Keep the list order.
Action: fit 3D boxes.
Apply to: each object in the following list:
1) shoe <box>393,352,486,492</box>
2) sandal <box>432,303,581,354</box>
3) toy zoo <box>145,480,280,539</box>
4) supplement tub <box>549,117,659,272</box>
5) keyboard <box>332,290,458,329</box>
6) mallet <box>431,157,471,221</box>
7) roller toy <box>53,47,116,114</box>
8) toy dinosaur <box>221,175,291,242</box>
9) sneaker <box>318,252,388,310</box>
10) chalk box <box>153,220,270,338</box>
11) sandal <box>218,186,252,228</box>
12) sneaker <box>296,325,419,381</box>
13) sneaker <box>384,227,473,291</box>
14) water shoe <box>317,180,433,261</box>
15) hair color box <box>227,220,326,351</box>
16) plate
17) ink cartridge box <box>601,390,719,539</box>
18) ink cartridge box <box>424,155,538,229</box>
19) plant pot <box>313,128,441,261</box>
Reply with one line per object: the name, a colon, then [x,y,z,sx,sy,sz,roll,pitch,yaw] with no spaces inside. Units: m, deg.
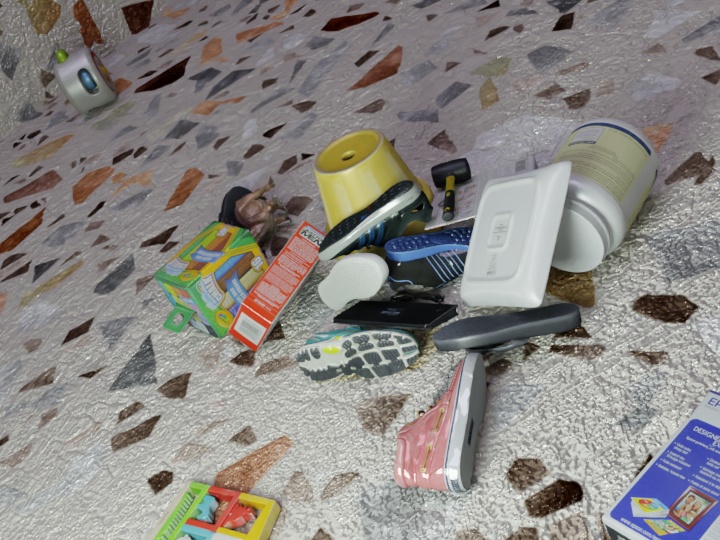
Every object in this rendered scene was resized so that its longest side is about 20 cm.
shoe: [0.101,0.186,1.128,0.090,0.072,0.201,-4,44,23]
sandal: [0.196,0.088,1.202,0.199,0.043,0.076,-10,15,10]
toy zoo: [-0.191,0.347,1.173,0.199,0.021,0.131,1,43,37]
supplement tub: [0.331,-0.109,1.294,0.144,0.145,0.200,6,45,41]
keyboard: [0.063,0.060,1.340,0.199,0.021,0.127,2,24,45]
mallet: [0.153,-0.130,1.440,0.065,0.041,0.200,-18,24,8]
roller toy: [-0.851,-0.593,2.798,0.139,0.200,0.183,-28,68,1]
toy dinosaur: [-0.213,-0.106,1.743,0.135,0.086,0.200,-25,33,2]
sneaker: [0.000,0.000,1.403,0.082,0.074,0.200,-43,8,-28]
chalk box: [-0.267,0.027,1.570,0.124,0.124,0.200,15,52,47]
sandal: [-0.256,-0.099,1.789,0.043,0.076,0.201,-39,22,37]
sneaker: [-0.003,0.107,1.317,0.199,0.078,0.080,-6,30,30]
sneaker: [0.134,-0.015,1.392,0.199,0.078,0.070,-5,30,-4]
water shoe: [0.023,-0.058,1.406,0.199,0.079,0.072,-33,24,21]
hair color box: [-0.132,0.024,1.482,0.200,0.064,0.111,-55,-1,-36]
plate: [0.204,-0.050,1.242,0.199,0.032,0.201,-3,72,66]
ink cartridge box: [0.380,0.231,0.891,0.200,0.047,0.197,-40,33,-20]
ink cartridge box: [0.202,-0.110,1.443,0.175,0.045,0.200,-17,20,19]
plant pot: [0.015,-0.125,1.511,0.200,0.189,0.201,-20,34,14]
